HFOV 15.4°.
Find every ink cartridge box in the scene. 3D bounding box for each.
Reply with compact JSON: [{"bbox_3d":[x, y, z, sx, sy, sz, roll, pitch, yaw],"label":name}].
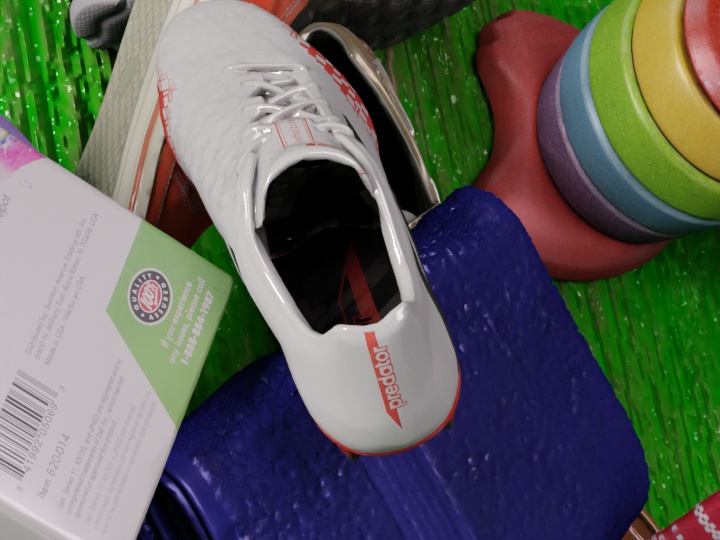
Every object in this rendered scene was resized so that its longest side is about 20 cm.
[{"bbox_3d":[-0.151,0.007,0.825,0.199,0.067,0.118,34,55,-20],"label":"ink cartridge box"}]

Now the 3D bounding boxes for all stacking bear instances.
[{"bbox_3d":[0.148,-0.081,1.095,0.113,0.200,0.122,18,61,-28],"label":"stacking bear"}]

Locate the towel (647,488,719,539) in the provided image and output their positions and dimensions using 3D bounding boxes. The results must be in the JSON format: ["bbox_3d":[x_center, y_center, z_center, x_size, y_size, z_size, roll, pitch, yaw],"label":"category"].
[{"bbox_3d":[0.133,0.164,0.988,0.145,0.200,0.023,43,30,-10],"label":"towel"}]

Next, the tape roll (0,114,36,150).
[{"bbox_3d":[-0.188,0.028,0.888,0.199,0.085,0.201,14,63,-29],"label":"tape roll"}]

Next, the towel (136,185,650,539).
[{"bbox_3d":[0.013,0.077,0.935,0.200,0.049,0.148,-40,108,-40],"label":"towel"}]

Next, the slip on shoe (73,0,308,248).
[{"bbox_3d":[-0.070,-0.034,0.978,0.061,0.074,0.201,24,78,-22],"label":"slip on shoe"}]

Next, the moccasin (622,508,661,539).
[{"bbox_3d":[0.118,0.132,1.071,0.201,0.074,0.078,43,60,-3],"label":"moccasin"}]

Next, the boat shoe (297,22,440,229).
[{"bbox_3d":[0.000,0.000,1.026,0.074,0.068,0.201,-16,70,-2],"label":"boat shoe"}]

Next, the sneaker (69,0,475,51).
[{"bbox_3d":[-0.027,-0.137,1.076,0.199,0.075,0.083,-2,73,-35],"label":"sneaker"}]

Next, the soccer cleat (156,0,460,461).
[{"bbox_3d":[-0.020,-0.029,0.874,0.068,0.085,0.201,-20,55,-5],"label":"soccer cleat"}]
